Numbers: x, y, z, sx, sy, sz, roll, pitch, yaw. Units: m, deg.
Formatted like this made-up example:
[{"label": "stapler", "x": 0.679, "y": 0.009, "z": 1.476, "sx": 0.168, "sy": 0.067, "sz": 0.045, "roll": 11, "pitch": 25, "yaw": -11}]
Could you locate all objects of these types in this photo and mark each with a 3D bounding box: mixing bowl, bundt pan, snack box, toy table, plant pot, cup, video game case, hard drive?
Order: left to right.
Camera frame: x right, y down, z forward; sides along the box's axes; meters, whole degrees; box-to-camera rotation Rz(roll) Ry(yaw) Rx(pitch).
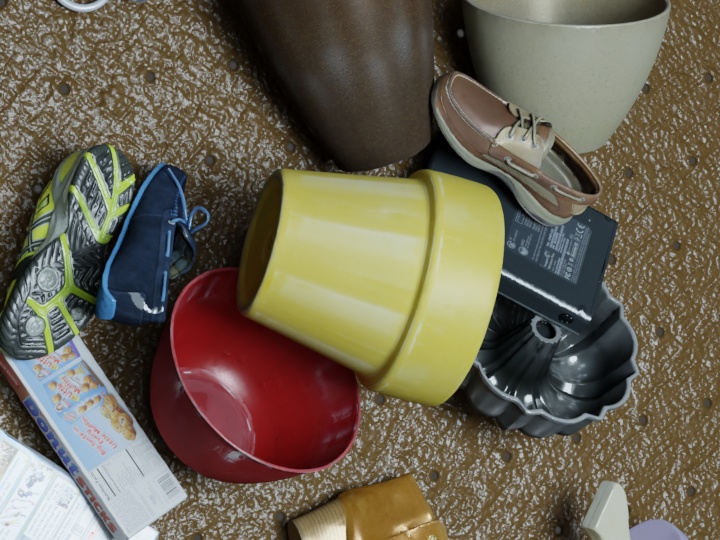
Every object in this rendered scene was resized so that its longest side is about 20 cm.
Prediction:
[{"label": "video game case", "x": -0.297, "y": 0.261, "z": 1.527, "sx": 0.181, "sy": 0.045, "sz": 0.201, "roll": 37, "pitch": 70, "yaw": -19}, {"label": "snack box", "x": -0.234, "y": 0.133, "z": 1.551, "sx": 0.072, "sy": 0.024, "sz": 0.201, "roll": -33, "pitch": 87, "yaw": -37}, {"label": "mixing bowl", "x": -0.109, "y": 0.109, "z": 1.579, "sx": 0.199, "sy": 0.108, "sz": 0.201, "roll": 25, "pitch": 45, "yaw": -28}, {"label": "plant pot", "x": -0.005, "y": -0.200, "z": 1.652, "sx": 0.186, "sy": 0.187, "sz": 0.201, "roll": -28, "pitch": 112, "yaw": -25}, {"label": "plant pot", "x": 0.000, "y": 0.000, "z": 1.551, "sx": 0.188, "sy": 0.201, "sz": 0.202, "roll": 14, "pitch": 79, "yaw": -15}, {"label": "hard drive", "x": 0.142, "y": -0.040, "z": 1.722, "sx": 0.199, "sy": 0.033, "sz": 0.140, "roll": 28, "pitch": 49, "yaw": -6}, {"label": "bundt pan", "x": 0.162, "y": 0.075, "z": 1.720, "sx": 0.201, "sy": 0.076, "sz": 0.203, "roll": 14, "pitch": 51, "yaw": -17}, {"label": "cup", "x": 0.194, "y": -0.196, "z": 1.744, "sx": 0.199, "sy": 0.200, "sz": 0.144, "roll": -11, "pitch": 117, "yaw": -26}, {"label": "toy table", "x": 0.231, "y": 0.311, "z": 1.715, "sx": 0.117, "sy": 0.183, "sz": 0.201, "roll": 39, "pitch": 57, "yaw": -34}]

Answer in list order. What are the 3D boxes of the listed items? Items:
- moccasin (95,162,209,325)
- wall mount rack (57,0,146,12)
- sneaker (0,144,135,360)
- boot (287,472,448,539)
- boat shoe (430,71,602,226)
[{"label": "moccasin", "x": -0.174, "y": -0.014, "z": 1.559, "sx": 0.068, "sy": 0.081, "sz": 0.201, "roll": 15, "pitch": 43, "yaw": -1}, {"label": "wall mount rack", "x": -0.229, "y": -0.338, "z": 1.600, "sx": 0.173, "sy": 0.074, "sz": 0.201, "roll": 34, "pitch": 71, "yaw": -19}, {"label": "sneaker", "x": -0.259, "y": -0.012, "z": 1.554, "sx": 0.075, "sy": 0.076, "sz": 0.201, "roll": 35, "pitch": 69, "yaw": -30}, {"label": "boot", "x": 0.024, "y": 0.298, "z": 1.664, "sx": 0.143, "sy": 0.071, "sz": 0.203, "roll": -14, "pitch": 86, "yaw": -23}, {"label": "boat shoe", "x": 0.149, "y": -0.121, "z": 1.673, "sx": 0.200, "sy": 0.072, "sz": 0.076, "roll": 37, "pitch": 53, "yaw": -28}]
